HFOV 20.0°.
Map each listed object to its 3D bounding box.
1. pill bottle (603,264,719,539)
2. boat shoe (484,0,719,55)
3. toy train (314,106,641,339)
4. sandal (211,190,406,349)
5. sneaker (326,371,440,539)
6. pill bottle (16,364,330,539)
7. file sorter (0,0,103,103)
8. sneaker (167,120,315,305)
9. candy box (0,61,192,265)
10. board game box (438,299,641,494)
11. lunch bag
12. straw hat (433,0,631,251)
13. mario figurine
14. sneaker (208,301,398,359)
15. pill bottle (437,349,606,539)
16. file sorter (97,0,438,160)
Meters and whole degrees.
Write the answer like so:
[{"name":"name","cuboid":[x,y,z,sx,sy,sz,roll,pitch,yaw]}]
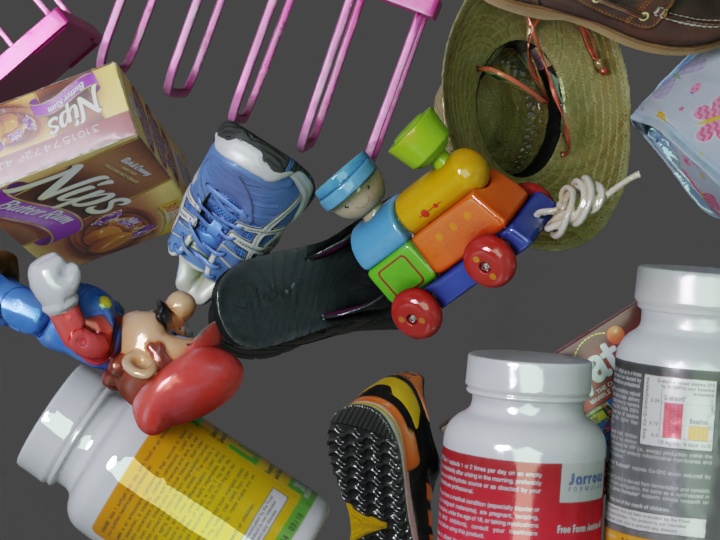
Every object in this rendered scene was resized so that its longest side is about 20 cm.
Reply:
[{"name":"pill bottle","cuboid":[0.225,0.100,1.367,0.115,0.116,0.202,4,94,1]},{"name":"boat shoe","cuboid":[0.168,-0.191,1.326,0.198,0.070,0.071,7,61,-19]},{"name":"toy train","cuboid":[0.067,-0.054,1.248,0.116,0.085,0.200,47,130,-6]},{"name":"sandal","cuboid":[0.000,0.001,1.343,0.199,0.048,0.076,-23,92,-22]},{"name":"sneaker","cuboid":[0.030,0.166,1.418,0.069,0.090,0.202,9,119,29]},{"name":"pill bottle","cuboid":[-0.130,0.152,1.400,0.199,0.111,0.112,33,93,0]},{"name":"file sorter","cuboid":[-0.297,-0.144,1.379,0.200,0.139,0.126,-40,90,3]},{"name":"sneaker","cuboid":[-0.082,-0.033,1.341,0.075,0.200,0.077,33,70,6]},{"name":"candy box","cuboid":[-0.183,-0.063,1.346,0.116,0.200,0.057,-20,76,2]},{"name":"board game box","cuboid":[0.165,0.100,1.436,0.199,0.019,0.103,-33,90,3]},{"name":"lunch bag","cuboid":[0.303,-0.096,1.368,0.169,0.127,0.200,-43,58,-2]},{"name":"straw hat","cuboid":[0.095,-0.106,1.390,0.085,0.200,0.203,-9,93,46]},{"name":"mario figurine","cuboid":[-0.165,0.027,1.353,0.199,0.124,0.107,24,120,8]},{"name":"sneaker","cuboid":[-0.010,0.016,1.402,0.199,0.091,0.076,-22,90,1]},{"name":"pill bottle","cuboid":[0.108,0.158,1.374,0.111,0.112,0.202,3,94,1]},{"name":"file sorter","cuboid":[-0.060,-0.157,1.366,0.199,0.139,0.126,21,96,1]}]
